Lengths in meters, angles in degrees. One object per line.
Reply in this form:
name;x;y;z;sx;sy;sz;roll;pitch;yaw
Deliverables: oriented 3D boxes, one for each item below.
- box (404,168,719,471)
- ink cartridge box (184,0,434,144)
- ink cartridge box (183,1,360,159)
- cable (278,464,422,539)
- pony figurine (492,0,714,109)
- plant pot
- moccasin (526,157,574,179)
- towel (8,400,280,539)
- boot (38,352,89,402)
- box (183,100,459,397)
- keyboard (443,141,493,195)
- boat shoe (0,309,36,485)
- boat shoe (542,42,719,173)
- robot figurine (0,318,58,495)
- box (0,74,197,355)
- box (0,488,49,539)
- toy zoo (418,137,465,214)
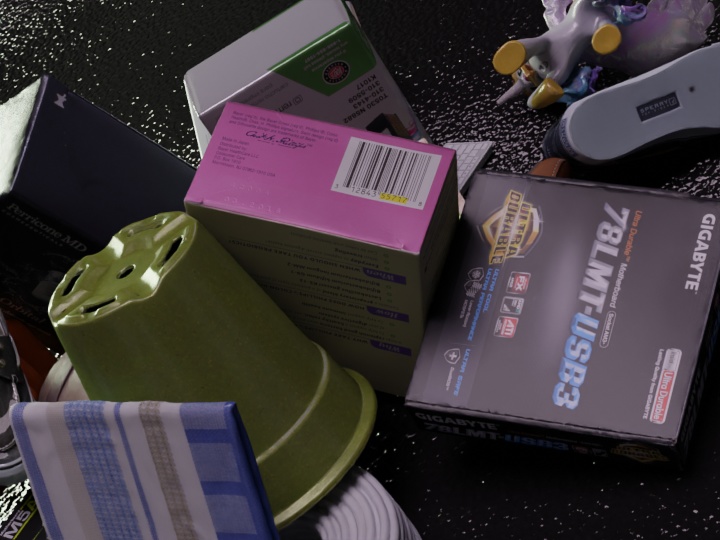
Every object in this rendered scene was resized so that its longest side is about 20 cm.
box;0.152;0.031;1.460;0.198;0.050;0.201;8;63;24
ink cartridge box;-0.029;-0.108;1.696;0.144;0.200;0.084;-31;34;5
ink cartridge box;-0.054;-0.132;1.850;0.175;0.084;0.200;-26;36;7
cable;-0.052;0.220;1.430;0.199;0.069;0.200;-24;35;10
pony figurine;0.184;-0.206;1.698;0.193;0.167;0.200;-44;-1;4
plant pot;-0.118;0.067;1.457;0.199;0.190;0.200;-25;26;13
moccasin;0.154;-0.007;1.555;0.077;0.074;0.202;-13;39;19
towel;-0.144;0.152;1.403;0.199;0.148;0.024;-4;22;34
boot;-0.204;0.111;1.611;0.146;0.070;0.200;-2;48;48
box;-0.021;-0.012;1.524;0.175;0.200;0.097;13;57;13
keyboard;0.044;-0.039;1.729;0.056;0.011;0.200;6;49;40
boat shoe;-0.301;0.078;1.620;0.072;0.071;0.200;-21;51;-11
boat shoe;0.242;-0.130;1.648;0.199;0.071;0.091;-16;-1;-12
robot figurine;-0.329;0.134;1.700;0.143;0.117;0.200;18;54;20
box;-0.244;-0.036;1.699;0.200;0.196;0.118;-24;44;46
box;-0.159;0.163;1.600;0.193;0.048;0.200;5;49;43
toy zoo;0.000;0.000;1.642;0.199;0.020;0.132;-31;72;-1
